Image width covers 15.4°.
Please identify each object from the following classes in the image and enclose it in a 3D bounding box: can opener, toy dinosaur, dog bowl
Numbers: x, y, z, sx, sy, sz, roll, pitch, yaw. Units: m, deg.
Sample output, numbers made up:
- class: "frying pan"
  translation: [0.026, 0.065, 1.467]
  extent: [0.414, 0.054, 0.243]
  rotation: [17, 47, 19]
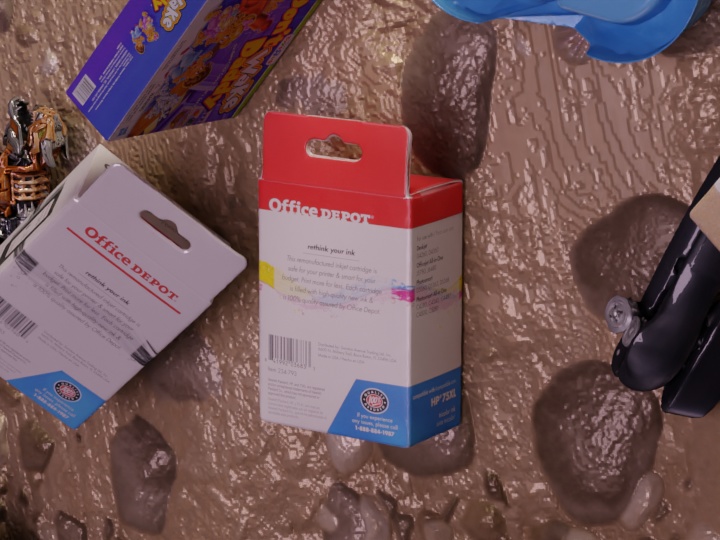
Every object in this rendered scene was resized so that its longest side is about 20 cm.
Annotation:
- class: "can opener"
  translation: [0.201, -0.011, 1.542]
  extent: [0.063, 0.079, 0.200]
  rotation: [-121, 48, -59]
- class: "toy dinosaur"
  translation: [-0.268, -0.028, 1.836]
  extent: [0.136, 0.102, 0.200]
  rotation: [25, 92, 10]
- class: "dog bowl"
  translation: [0.121, -0.190, 1.557]
  extent: [0.200, 0.050, 0.112]
  rotation: [19, 110, 29]

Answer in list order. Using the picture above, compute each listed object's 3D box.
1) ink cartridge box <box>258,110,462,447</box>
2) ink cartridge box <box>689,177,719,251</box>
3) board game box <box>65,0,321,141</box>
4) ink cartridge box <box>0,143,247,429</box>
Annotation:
- class: "ink cartridge box"
  translation: [0.000, 0.000, 1.667]
  extent: [0.116, 0.067, 0.200]
  rotation: [9, 105, 32]
- class: "ink cartridge box"
  translation: [0.279, -0.082, 1.326]
  extent: [0.075, 0.165, 0.200]
  rotation: [49, 122, 16]
- class: "board game box"
  translation: [-0.078, -0.172, 1.645]
  extent: [0.045, 0.134, 0.200]
  rotation: [49, 122, 17]
- class: "ink cartridge box"
  translation: [-0.168, 0.001, 1.755]
  extent: [0.116, 0.068, 0.200]
  rotation: [38, 125, -16]
